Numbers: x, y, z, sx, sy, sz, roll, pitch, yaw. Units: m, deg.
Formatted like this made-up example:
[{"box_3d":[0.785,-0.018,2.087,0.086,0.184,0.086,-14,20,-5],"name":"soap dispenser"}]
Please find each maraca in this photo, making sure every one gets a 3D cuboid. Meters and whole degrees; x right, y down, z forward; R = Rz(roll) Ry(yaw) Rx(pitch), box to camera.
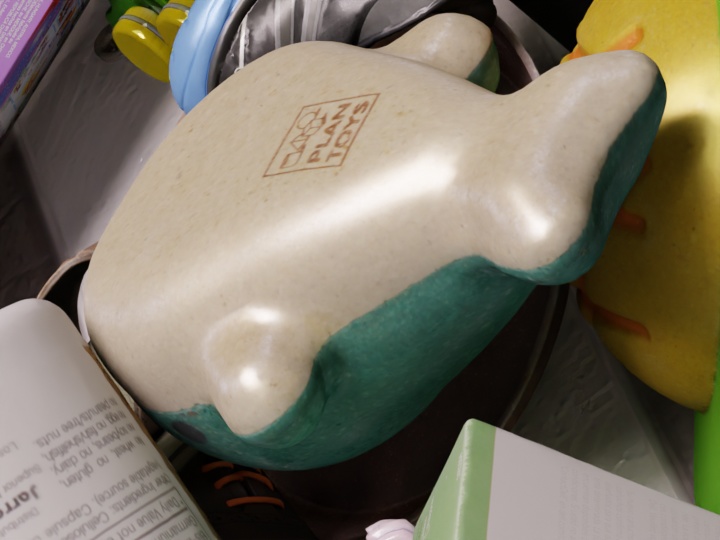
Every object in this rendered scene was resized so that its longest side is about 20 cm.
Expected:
[{"box_3d":[0.108,-0.009,0.883,0.107,0.137,0.201,-2,78,3],"name":"maraca"}]

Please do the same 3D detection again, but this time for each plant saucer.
[{"box_3d":[0.000,0.000,1.004,0.200,0.034,0.201,-15,67,39],"name":"plant saucer"}]

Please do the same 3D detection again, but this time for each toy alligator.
[{"box_3d":[-0.072,-0.106,1.069,0.059,0.054,0.200,-53,20,-17],"name":"toy alligator"}]

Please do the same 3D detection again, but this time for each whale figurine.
[{"box_3d":[0.012,-0.004,0.861,0.200,0.104,0.159,-13,39,44],"name":"whale figurine"}]

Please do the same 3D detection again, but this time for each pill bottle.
[{"box_3d":[-0.079,0.119,0.850,0.114,0.114,0.200,-36,86,16],"name":"pill bottle"}]

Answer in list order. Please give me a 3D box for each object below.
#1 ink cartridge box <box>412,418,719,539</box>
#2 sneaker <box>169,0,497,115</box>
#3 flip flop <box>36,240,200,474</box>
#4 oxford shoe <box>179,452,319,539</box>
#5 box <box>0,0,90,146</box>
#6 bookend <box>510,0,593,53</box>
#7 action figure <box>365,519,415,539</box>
[{"box_3d":[0.108,0.121,0.766,0.146,0.199,0.048,-80,12,-63],"name":"ink cartridge box"},{"box_3d":[0.020,-0.118,0.949,0.083,0.071,0.200,35,98,5],"name":"sneaker"},{"box_3d":[-0.081,0.028,0.953,0.081,0.058,0.200,15,59,44],"name":"flip flop"},{"box_3d":[-0.053,0.083,0.959,0.200,0.071,0.073,8,83,45],"name":"oxford shoe"},{"box_3d":[-0.156,-0.057,1.114,0.200,0.039,0.137,-59,3,-4],"name":"box"},{"box_3d":[0.053,-0.146,1.022,0.200,0.092,0.199,-24,54,27],"name":"bookend"},{"box_3d":[0.080,0.141,0.842,0.148,0.134,0.200,-6,29,-1],"name":"action figure"}]
